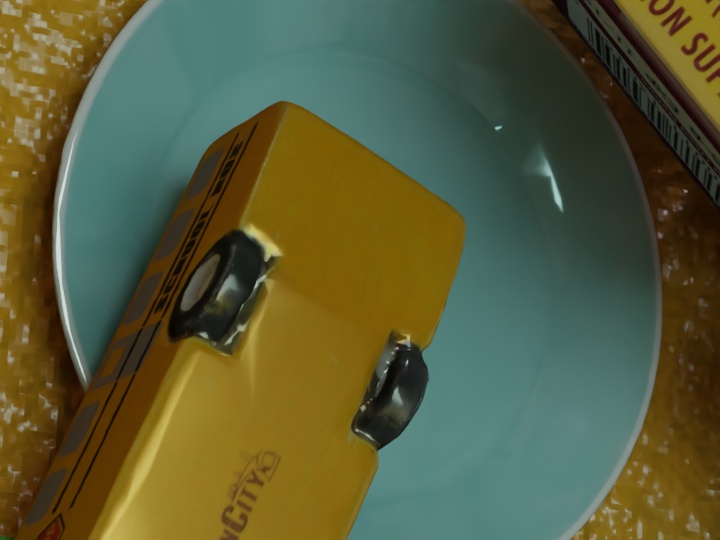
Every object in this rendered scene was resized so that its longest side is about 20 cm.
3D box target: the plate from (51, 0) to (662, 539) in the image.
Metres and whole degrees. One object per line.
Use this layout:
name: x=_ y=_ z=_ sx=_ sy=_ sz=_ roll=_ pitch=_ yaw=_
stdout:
plate: x=0.000 y=0.000 z=0.770 sx=0.199 sy=0.026 sz=0.202 roll=7 pitch=75 yaw=-26

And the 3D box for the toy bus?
toy bus: x=-0.042 y=0.056 z=0.674 sx=0.065 sy=0.078 sz=0.201 roll=33 pitch=65 yaw=-19

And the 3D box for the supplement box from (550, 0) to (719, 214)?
supplement box: x=0.163 y=-0.102 z=0.731 sx=0.200 sy=0.103 sz=0.131 roll=-39 pitch=80 yaw=0

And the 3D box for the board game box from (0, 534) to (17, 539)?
board game box: x=-0.135 y=0.110 z=0.670 sx=0.199 sy=0.030 sz=0.096 roll=11 pitch=74 yaw=-24
